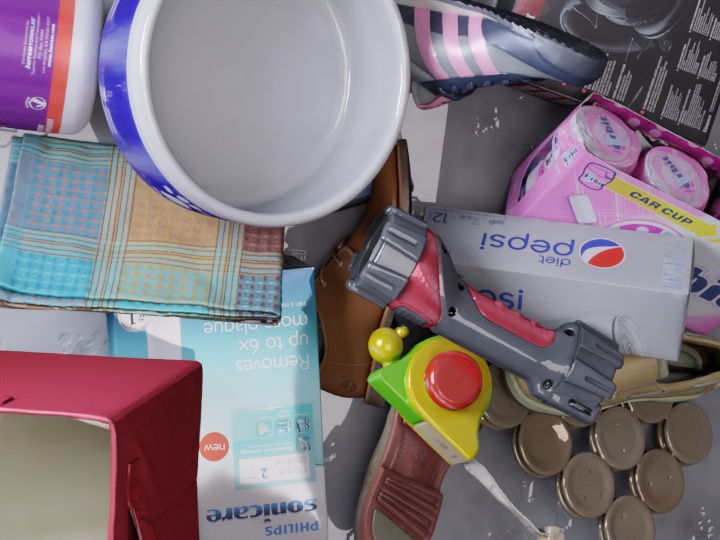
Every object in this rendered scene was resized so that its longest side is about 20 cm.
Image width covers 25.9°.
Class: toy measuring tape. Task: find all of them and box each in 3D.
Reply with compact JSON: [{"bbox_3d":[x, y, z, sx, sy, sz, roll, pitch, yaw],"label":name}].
[{"bbox_3d":[0.085,0.108,1.118,0.200,0.074,0.074,44,85,-5],"label":"toy measuring tape"}]

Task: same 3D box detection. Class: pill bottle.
[{"bbox_3d":[-0.275,-0.156,1.043,0.199,0.112,0.113,5,95,-13],"label":"pill bottle"}]

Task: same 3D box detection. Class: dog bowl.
[{"bbox_3d":[-0.069,-0.131,1.038,0.199,0.079,0.201,-4,97,-30],"label":"dog bowl"}]

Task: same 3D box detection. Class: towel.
[{"bbox_3d":[-0.151,-0.030,1.079,0.199,0.022,0.147,5,53,-6],"label":"towel"}]

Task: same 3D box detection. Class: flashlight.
[{"bbox_3d":[0.089,0.028,1.086,0.199,0.068,0.068,27,118,-13],"label":"flashlight"}]

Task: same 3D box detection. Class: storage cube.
[{"bbox_3d":[-0.208,0.150,0.995,0.199,0.180,0.172,2,98,12],"label":"storage cube"}]

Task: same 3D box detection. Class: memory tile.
[{"bbox_3d":[0.180,0.113,1.203,0.200,0.017,0.153,46,59,-14],"label":"memory tile"}]

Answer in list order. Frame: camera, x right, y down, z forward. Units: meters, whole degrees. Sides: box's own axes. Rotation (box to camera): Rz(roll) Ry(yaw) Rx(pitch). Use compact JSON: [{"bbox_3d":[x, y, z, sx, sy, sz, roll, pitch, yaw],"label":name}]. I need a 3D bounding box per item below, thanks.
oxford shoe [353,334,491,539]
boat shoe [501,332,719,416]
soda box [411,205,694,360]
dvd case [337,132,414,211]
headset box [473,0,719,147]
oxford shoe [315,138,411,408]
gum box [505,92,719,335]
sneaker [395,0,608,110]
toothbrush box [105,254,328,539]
[{"bbox_3d":[0.041,0.126,1.175,0.070,0.075,0.201,33,68,-11],"label":"oxford shoe"},{"bbox_3d":[0.201,0.066,1.172,0.199,0.076,0.072,-4,80,-31],"label":"boat shoe"},{"bbox_3d":[0.138,0.009,1.137,0.199,0.064,0.069,8,132,9],"label":"soda box"},{"bbox_3d":[-0.050,-0.137,1.148,0.142,0.018,0.201,-16,100,-12],"label":"dvd case"},{"bbox_3d":[0.181,-0.193,1.167,0.199,0.077,0.150,17,92,-14],"label":"headset box"},{"bbox_3d":[0.000,0.000,1.143,0.071,0.071,0.201,10,101,1],"label":"oxford shoe"},{"bbox_3d":[0.212,-0.042,1.165,0.199,0.114,0.066,25,50,-15],"label":"gum box"},{"bbox_3d":[0.078,-0.145,1.094,0.070,0.199,0.083,-4,112,-55],"label":"sneaker"},{"bbox_3d":[-0.105,0.096,1.126,0.145,0.085,0.201,-3,98,-12],"label":"toothbrush box"}]
